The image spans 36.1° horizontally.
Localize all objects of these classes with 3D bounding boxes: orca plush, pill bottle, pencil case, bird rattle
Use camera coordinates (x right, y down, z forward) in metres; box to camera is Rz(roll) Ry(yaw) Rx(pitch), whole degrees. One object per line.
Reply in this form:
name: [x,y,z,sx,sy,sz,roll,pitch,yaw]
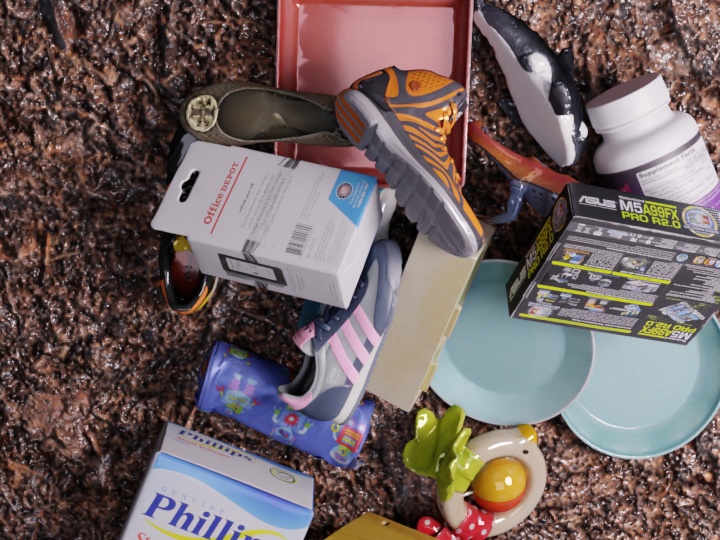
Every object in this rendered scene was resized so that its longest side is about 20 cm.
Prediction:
orca plush: [0.182,-0.208,1.138,0.071,0.105,0.201,-37,84,-23]
pill bottle: [0.307,-0.094,1.142,0.110,0.111,0.202,-25,102,2]
pencil case: [-0.083,0.146,1.188,0.198,0.078,0.088,23,110,-8]
bird rattle: [0.131,0.247,1.205,0.161,0.113,0.202,-16,110,-12]

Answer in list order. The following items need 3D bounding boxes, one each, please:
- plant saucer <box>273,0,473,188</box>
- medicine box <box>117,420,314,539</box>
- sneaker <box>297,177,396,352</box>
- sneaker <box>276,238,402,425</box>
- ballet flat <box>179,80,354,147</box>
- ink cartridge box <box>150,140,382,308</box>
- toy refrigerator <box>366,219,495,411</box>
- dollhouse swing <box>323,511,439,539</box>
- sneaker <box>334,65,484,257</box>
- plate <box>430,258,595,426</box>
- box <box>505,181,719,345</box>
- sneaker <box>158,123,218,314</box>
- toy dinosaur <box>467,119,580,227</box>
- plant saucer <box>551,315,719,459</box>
plant saucer: [0.013,-0.187,1.126,0.197,0.037,0.203,3,98,7]
medicine box: [-0.168,0.296,1.202,0.180,0.103,0.202,22,101,-7]
sneaker: [0.000,0.000,1.171,0.080,0.077,0.202,16,103,-21]
sneaker: [-0.021,0.058,1.104,0.081,0.070,0.202,15,101,-20]
ballet flat: [-0.086,-0.152,1.099,0.197,0.046,0.068,7,94,6]
ink cartridge box: [-0.090,-0.048,1.084,0.198,0.068,0.117,14,61,16]
toy refrigerator: [0.069,0.040,1.134,0.069,0.076,0.202,27,121,9]
dollhouse swing: [-0.017,0.384,1.153,0.180,0.199,0.178,12,113,39]
sneaker: [0.074,-0.115,1.046,0.112,0.078,0.201,-34,84,-24]
plate: [0.153,0.076,1.187,0.198,0.026,0.202,7,116,14]
box: [0.260,-0.002,1.061,0.197,0.045,0.161,9,141,-12]
sneaker: [-0.170,-0.052,1.135,0.069,0.090,0.203,5,102,-4]
toy dinosaur: [0.189,-0.092,1.122,0.199,0.105,0.182,-27,107,33]
plant saucer: [0.306,0.107,1.222,0.197,0.036,0.203,-1,102,-2]
